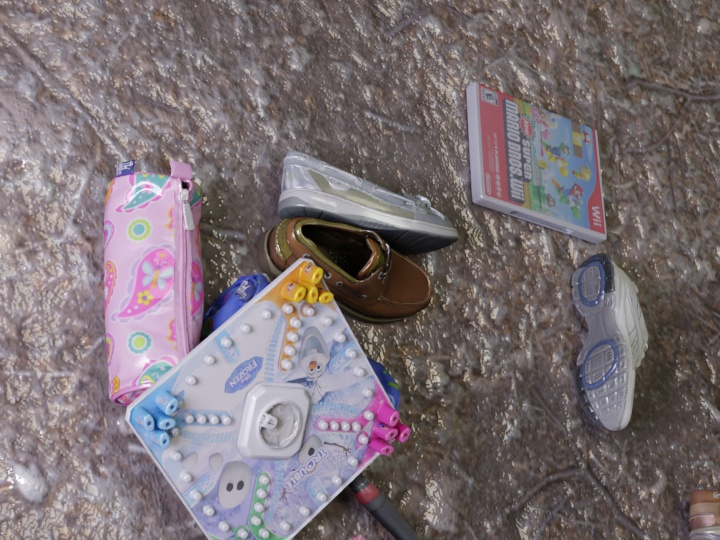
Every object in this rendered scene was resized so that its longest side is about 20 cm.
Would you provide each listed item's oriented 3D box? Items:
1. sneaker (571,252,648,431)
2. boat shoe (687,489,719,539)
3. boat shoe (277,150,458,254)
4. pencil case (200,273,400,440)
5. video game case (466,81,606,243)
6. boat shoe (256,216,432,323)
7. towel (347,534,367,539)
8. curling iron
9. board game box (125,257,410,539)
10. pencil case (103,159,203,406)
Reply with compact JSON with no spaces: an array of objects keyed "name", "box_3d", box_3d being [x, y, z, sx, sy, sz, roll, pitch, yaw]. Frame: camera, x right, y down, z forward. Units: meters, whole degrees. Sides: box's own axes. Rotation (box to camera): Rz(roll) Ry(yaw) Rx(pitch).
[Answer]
[{"name":"sneaker","box_3d":[0.286,0.081,1.486,0.086,0.074,0.203,24,59,-36]},{"name":"boat shoe","box_3d":[0.448,0.276,1.540,0.198,0.075,0.073,7,66,-39]},{"name":"boat shoe","box_3d":[0.011,-0.062,1.313,0.200,0.074,0.066,12,69,-28]},{"name":"pencil case","box_3d":[-0.052,0.080,1.196,0.199,0.078,0.088,38,75,-23]},{"name":"video game case","box_3d":[0.201,-0.120,1.531,0.198,0.017,0.145,15,63,-35]},{"name":"boat shoe","box_3d":[0.000,0.000,1.279,0.198,0.068,0.073,14,63,-35]},{"name":"towel","box_3d":[0.012,0.354,1.179,0.144,0.023,0.202,40,53,-23]},{"name":"curling iron","box_3d":[0.000,0.202,1.220,0.200,0.049,0.026,44,51,-25]},{"name":"board game box","box_3d":[-0.067,0.127,1.112,0.200,0.026,0.201,-41,121,-20]},{"name":"pencil case","box_3d":[-0.170,0.013,1.122,0.087,0.087,0.203,12,66,-36]}]
